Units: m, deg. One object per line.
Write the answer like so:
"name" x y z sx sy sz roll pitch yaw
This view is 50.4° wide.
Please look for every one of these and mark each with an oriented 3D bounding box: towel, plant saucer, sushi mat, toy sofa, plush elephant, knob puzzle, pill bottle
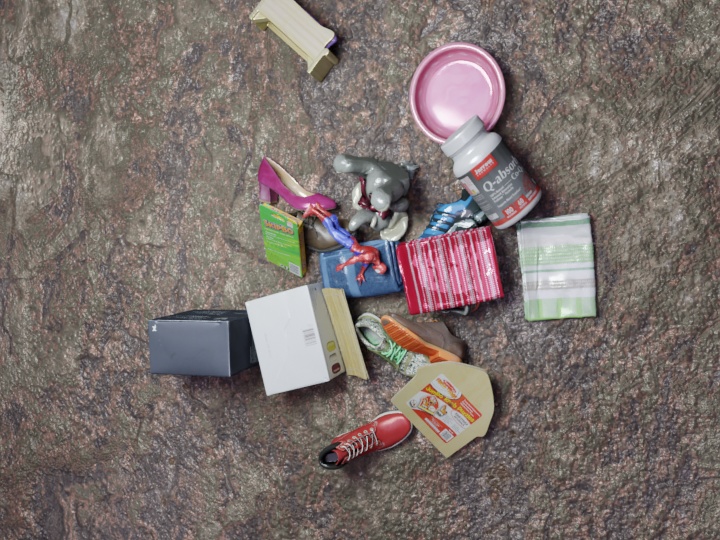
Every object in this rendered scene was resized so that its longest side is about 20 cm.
"towel" 0.390 -0.005 1.521 0.145 0.031 0.206 -5 91 18
"plant saucer" 0.198 -0.354 1.553 0.195 0.051 0.207 1 94 18
"sushi mat" -0.032 0.132 1.616 0.012 0.095 0.205 -21 101 -25
"toy sofa" -0.133 -0.507 1.632 0.200 0.083 0.098 43 98 11
"towel" 0.000 0.000 1.605 0.196 0.048 0.115 -8 92 35
"towel" 0.176 0.000 1.514 0.194 0.022 0.149 -11 88 5
"plush elephant" 0.031 -0.142 1.570 0.164 0.198 0.157 40 126 24
"knob puzzle" 0.189 0.264 1.572 0.213 0.031 0.226 5 112 11
"pill bottle" 0.251 -0.191 1.485 0.115 0.116 0.201 -39 99 15

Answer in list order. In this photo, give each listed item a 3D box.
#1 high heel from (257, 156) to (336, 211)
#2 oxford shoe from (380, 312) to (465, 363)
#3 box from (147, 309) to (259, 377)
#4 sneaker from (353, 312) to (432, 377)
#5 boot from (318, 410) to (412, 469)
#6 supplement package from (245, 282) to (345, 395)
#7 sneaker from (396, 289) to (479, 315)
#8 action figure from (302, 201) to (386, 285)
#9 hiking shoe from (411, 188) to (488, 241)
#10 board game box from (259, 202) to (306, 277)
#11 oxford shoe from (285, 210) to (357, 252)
"high heel" -0.137 -0.186 1.658 0.196 0.067 0.099 14 106 29
"oxford shoe" 0.129 0.130 1.564 0.197 0.071 0.074 32 65 -16
"box" -0.326 0.154 1.662 0.191 0.199 0.121 0 93 17
"sneaker" 0.059 0.165 1.601 0.197 0.088 0.078 31 101 13
"boot" 0.012 0.359 1.597 0.196 0.144 0.074 -26 84 15
"supplement package" -0.138 0.144 1.649 0.152 0.111 0.205 -14 89 18
"sneaker" 0.145 0.043 1.565 0.195 0.082 0.079 13 112 16
"action figure" -0.038 -0.039 1.543 0.198 0.065 0.100 36 112 10
"hiking shoe" 0.167 -0.091 1.572 0.197 0.074 0.088 -30 77 6
"board game box" -0.163 -0.066 1.617 0.094 0.202 0.030 26 63 15
"oxford shoe" -0.101 -0.087 1.620 0.195 0.085 0.074 0 63 24
